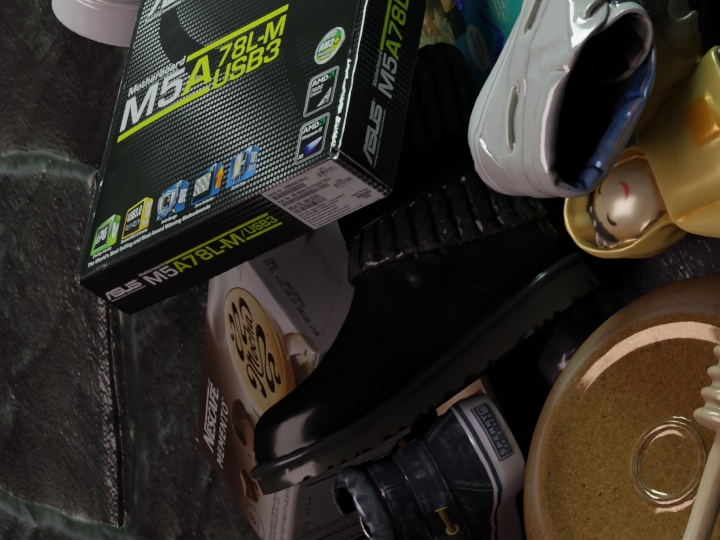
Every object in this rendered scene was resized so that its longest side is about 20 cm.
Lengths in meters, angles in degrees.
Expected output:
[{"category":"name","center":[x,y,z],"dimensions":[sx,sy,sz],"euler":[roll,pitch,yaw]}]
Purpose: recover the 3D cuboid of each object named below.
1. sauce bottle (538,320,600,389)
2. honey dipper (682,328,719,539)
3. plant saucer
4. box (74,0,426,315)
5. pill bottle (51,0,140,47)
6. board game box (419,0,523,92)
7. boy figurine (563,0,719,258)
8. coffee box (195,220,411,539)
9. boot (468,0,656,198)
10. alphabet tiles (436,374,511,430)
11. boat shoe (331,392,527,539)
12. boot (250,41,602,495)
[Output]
[{"category":"sauce bottle","center":[0.158,0.103,1.434],"dimensions":[0.200,0.064,0.065],"euler":[53,138,36]},{"category":"honey dipper","center":[0.153,0.125,1.321],"dimensions":[0.038,0.038,0.201],"euler":[10,82,54]},{"category":"plant saucer","center":[0.153,0.094,1.376],"dimensions":[0.199,0.035,0.201],"euler":[-12,68,33]},{"category":"box","center":[-0.051,-0.093,1.475],"dimensions":[0.200,0.047,0.194],"euler":[-23,46,41]},{"category":"pill bottle","center":[-0.127,-0.238,1.714],"dimensions":[0.111,0.111,0.201],"euler":[45,133,40]},{"category":"board game box","center":[0.062,-0.130,1.526],"dimensions":[0.200,0.045,0.153],"euler":[-34,71,54]},{"category":"boy figurine","center":[0.165,-0.069,1.376],"dimensions":[0.200,0.064,0.125],"euler":[-39,68,49]},{"category":"coffee box","center":[-0.029,0.060,1.644],"dimensions":[0.113,0.080,0.201],"euler":[53,152,32]},{"category":"boot","center":[0.118,-0.126,1.367],"dimensions":[0.096,0.073,0.201],"euler":[18,90,68]},{"category":"alphabet tiles","center":[0.026,0.005,1.593],"dimensions":[0.201,0.008,0.167],"euler":[66,164,5]},{"category":"boat shoe","center":[0.032,0.122,1.533],"dimensions":[0.071,0.091,0.200],"euler":[62,172,17]},{"category":"boot","center":[0.001,0.000,1.476],"dimensions":[0.158,0.211,0.079],"euler":[55,177,5]}]
